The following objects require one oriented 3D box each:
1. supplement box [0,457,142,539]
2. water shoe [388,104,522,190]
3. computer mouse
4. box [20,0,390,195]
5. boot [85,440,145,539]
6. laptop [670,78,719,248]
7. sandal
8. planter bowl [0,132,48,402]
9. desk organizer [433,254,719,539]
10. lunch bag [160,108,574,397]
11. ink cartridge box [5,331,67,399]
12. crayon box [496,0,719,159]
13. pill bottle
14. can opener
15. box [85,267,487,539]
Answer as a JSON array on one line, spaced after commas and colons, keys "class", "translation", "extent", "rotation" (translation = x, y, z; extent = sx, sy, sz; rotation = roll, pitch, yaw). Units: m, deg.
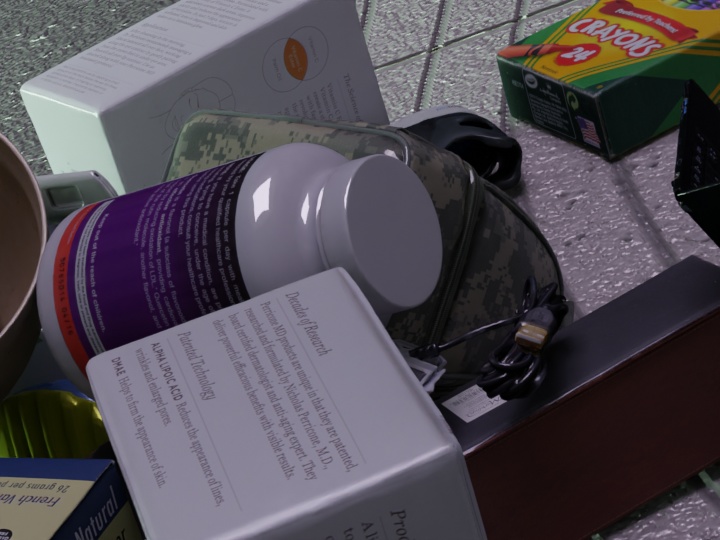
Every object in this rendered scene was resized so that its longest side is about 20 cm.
[{"class": "supplement box", "translation": [-0.173, 0.214, 1.068], "extent": [0.134, 0.200, 0.200], "rotation": [-1, 31, 28]}, {"class": "water shoe", "translation": [0.012, -0.048, 1.601], "extent": [0.200, 0.072, 0.079], "rotation": [-31, 32, -25]}, {"class": "computer mouse", "translation": [0.009, 0.065, 1.260], "extent": [0.200, 0.044, 0.110], "rotation": [-21, 15, 12]}, {"class": "box", "translation": [-0.092, -0.089, 1.651], "extent": [0.200, 0.152, 0.106], "rotation": [-31, 29, -26]}, {"class": "boot", "translation": [-0.168, 0.176, 1.314], "extent": [0.075, 0.074, 0.200], "rotation": [-35, 16, 43]}, {"class": "laptop", "translation": [0.247, -0.015, 1.253], "extent": [0.103, 0.177, 0.200], "rotation": [-36, 18, 26]}, {"class": "sandal", "translation": [-0.113, 0.092, 1.418], "extent": [0.200, 0.080, 0.087], "rotation": [1, 16, 26]}, {"class": "planter bowl", "translation": [-0.260, 0.023, 1.386], "extent": [0.200, 0.135, 0.200], "rotation": [-1, 56, 2]}, {"class": "desk organizer", "translation": [0.116, 0.078, 1.289], "extent": [0.200, 0.077, 0.072], "rotation": [-29, 21, -14]}, {"class": "lunch bag", "translation": [0.000, 0.000, 1.428], "extent": [0.200, 0.168, 0.140], "rotation": [7, 80, 43]}, {"class": "ink cartridge box", "translation": [-0.213, 0.038, 1.557], "extent": [0.145, 0.088, 0.200], "rotation": [-24, 26, -12]}, {"class": "crayon box", "translation": [0.207, -0.151, 1.704], "extent": [0.200, 0.051, 0.127], "rotation": [-27, 28, -20]}, {"class": "pill bottle", "translation": [-0.060, 0.002, 1.287], "extent": [0.200, 0.113, 0.112], "rotation": [-14, 23, 37]}, {"class": "can opener", "translation": [-0.228, -0.026, 1.531], "extent": [0.200, 0.053, 0.066], "rotation": [-2, 31, 30]}, {"class": "box", "translation": [-0.017, 0.138, 1.120], "extent": [0.131, 0.199, 0.200], "rotation": [-20, 26, -7]}]
